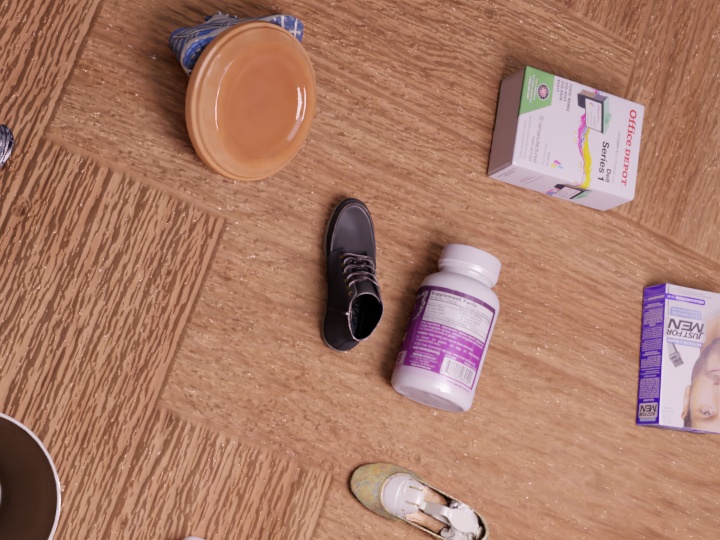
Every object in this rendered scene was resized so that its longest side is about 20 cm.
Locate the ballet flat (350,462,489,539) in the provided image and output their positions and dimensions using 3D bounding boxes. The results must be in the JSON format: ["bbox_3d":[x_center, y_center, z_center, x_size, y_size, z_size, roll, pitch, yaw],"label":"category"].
[{"bbox_3d":[0.082,0.303,1.494,0.198,0.071,0.071,30,73,-14],"label":"ballet flat"}]

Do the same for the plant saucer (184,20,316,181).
[{"bbox_3d":[-0.128,-0.209,1.454,0.198,0.037,0.203,-17,117,-38],"label":"plant saucer"}]

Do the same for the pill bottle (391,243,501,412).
[{"bbox_3d":[0.118,0.073,1.518,0.111,0.112,0.202,23,74,-16],"label":"pill bottle"}]

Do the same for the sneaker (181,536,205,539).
[{"bbox_3d":[-0.132,0.371,1.410,0.198,0.072,0.073,28,39,-8],"label":"sneaker"}]

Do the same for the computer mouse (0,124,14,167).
[{"bbox_3d":[-0.516,-0.133,1.346,0.198,0.053,0.140,21,76,-28],"label":"computer mouse"}]

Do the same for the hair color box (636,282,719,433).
[{"bbox_3d":[0.461,0.128,1.666,0.108,0.065,0.203,9,80,-20],"label":"hair color box"}]

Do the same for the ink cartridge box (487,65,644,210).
[{"bbox_3d":[0.291,-0.183,1.636,0.197,0.084,0.147,14,77,-19],"label":"ink cartridge box"}]

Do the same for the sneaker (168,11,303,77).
[{"bbox_3d":[-0.159,-0.301,1.487,0.199,0.078,0.085,-19,46,-41],"label":"sneaker"}]

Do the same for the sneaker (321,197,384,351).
[{"bbox_3d":[0.000,0.000,1.486,0.074,0.106,0.203,6,80,-19],"label":"sneaker"}]

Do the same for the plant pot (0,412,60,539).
[{"bbox_3d":[-0.424,0.246,1.240,0.185,0.200,0.190,3,80,-19],"label":"plant pot"}]
